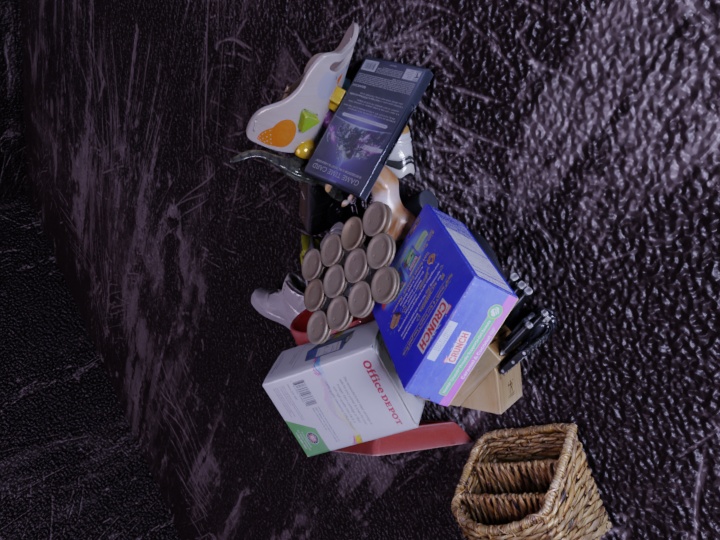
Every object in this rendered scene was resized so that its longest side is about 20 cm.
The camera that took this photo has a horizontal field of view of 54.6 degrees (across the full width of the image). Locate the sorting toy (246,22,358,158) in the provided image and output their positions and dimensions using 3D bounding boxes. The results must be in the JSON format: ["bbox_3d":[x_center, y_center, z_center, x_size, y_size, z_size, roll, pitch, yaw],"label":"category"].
[{"bbox_3d":[-0.062,-0.286,1.069,0.106,0.201,0.181,35,138,-3],"label":"sorting toy"}]

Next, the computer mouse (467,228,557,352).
[{"bbox_3d":[0.172,0.033,0.969,0.202,0.052,0.139,59,144,20],"label":"computer mouse"}]

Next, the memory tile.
[{"bbox_3d":[-0.018,0.005,1.003,0.199,0.017,0.156,-34,55,40],"label":"memory tile"}]

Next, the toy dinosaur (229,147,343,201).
[{"bbox_3d":[-0.112,-0.170,1.107,0.048,0.196,0.089,-60,27,29],"label":"toy dinosaur"}]

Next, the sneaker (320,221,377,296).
[{"bbox_3d":[0.000,0.000,1.123,0.076,0.080,0.202,-40,38,15],"label":"sneaker"}]

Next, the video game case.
[{"bbox_3d":[0.008,-0.213,1.019,0.142,0.019,0.203,28,90,45],"label":"video game case"}]

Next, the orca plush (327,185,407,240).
[{"bbox_3d":[-0.007,-0.092,1.151,0.198,0.070,0.108,17,118,51],"label":"orca plush"}]

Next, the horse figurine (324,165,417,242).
[{"bbox_3d":[0.025,-0.095,1.023,0.131,0.050,0.204,-24,84,33],"label":"horse figurine"}]

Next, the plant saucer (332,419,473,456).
[{"bbox_3d":[0.048,0.267,1.137,0.199,0.196,0.038,-17,74,55],"label":"plant saucer"}]

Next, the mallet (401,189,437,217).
[{"bbox_3d":[0.109,-0.020,1.029,0.066,0.040,0.204,-36,68,51],"label":"mallet"}]

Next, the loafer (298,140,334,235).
[{"bbox_3d":[-0.082,-0.158,1.226,0.071,0.072,0.203,45,137,33],"label":"loafer"}]

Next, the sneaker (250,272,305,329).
[{"bbox_3d":[-0.150,0.048,1.424,0.198,0.073,0.118,25,123,36],"label":"sneaker"}]

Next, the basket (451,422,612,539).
[{"bbox_3d":[0.212,0.310,0.958,0.199,0.141,0.152,-23,87,55],"label":"basket"}]

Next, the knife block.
[{"bbox_3d":[0.153,0.092,0.932,0.197,0.063,0.180,3,106,42],"label":"knife block"}]

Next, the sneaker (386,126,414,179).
[{"bbox_3d":[0.009,-0.159,1.095,0.199,0.075,0.090,-13,94,56],"label":"sneaker"}]

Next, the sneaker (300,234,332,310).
[{"bbox_3d":[-0.057,-0.007,1.201,0.201,0.083,0.076,-109,16,-54],"label":"sneaker"}]

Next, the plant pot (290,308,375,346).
[{"bbox_3d":[0.001,0.139,1.156,0.199,0.198,0.181,0,113,54],"label":"plant pot"}]

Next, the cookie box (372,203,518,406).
[{"bbox_3d":[0.097,0.040,0.903,0.173,0.074,0.201,-60,25,21],"label":"cookie box"}]

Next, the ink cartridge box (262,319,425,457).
[{"bbox_3d":[-0.021,0.174,1.030,0.197,0.088,0.147,-20,110,27],"label":"ink cartridge box"}]
